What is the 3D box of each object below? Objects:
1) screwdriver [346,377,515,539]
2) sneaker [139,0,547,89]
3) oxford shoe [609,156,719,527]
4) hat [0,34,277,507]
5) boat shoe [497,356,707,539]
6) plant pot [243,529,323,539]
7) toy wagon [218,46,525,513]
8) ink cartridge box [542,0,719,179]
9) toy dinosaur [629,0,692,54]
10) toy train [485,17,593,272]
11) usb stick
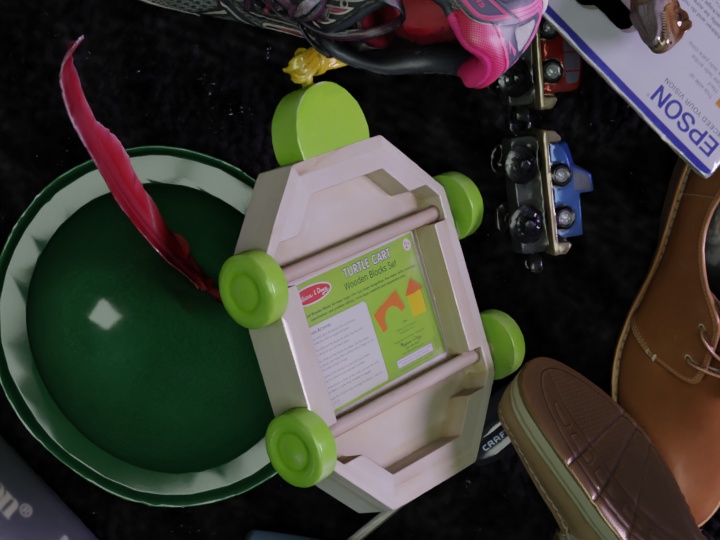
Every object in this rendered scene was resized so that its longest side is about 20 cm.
[{"bbox_3d":[0.019,0.109,0.881,0.199,0.028,0.029,-37,140,5],"label":"screwdriver"},{"bbox_3d":[-0.020,-0.125,0.763,0.198,0.081,0.075,7,54,22],"label":"sneaker"},{"bbox_3d":[0.159,0.033,0.850,0.070,0.071,0.202,6,104,-4],"label":"oxford shoe"},{"bbox_3d":[-0.099,0.029,0.791,0.166,0.176,0.200,-43,96,4],"label":"hat"},{"bbox_3d":[0.121,0.134,0.843,0.066,0.074,0.201,-36,91,36],"label":"boat shoe"},{"bbox_3d":[0.010,0.215,0.838,0.198,0.141,0.142,27,101,-1],"label":"plant pot"},{"bbox_3d":[0.000,0.000,0.813,0.039,0.155,0.202,-12,97,42],"label":"toy wagon"},{"bbox_3d":[0.146,-0.178,0.821,0.200,0.041,0.200,44,83,-7],"label":"ink cartridge box"},{"bbox_3d":[0.104,-0.193,0.774,0.105,0.060,0.203,-3,97,-34],"label":"toy dinosaur"},{"bbox_3d":[0.081,-0.101,0.852,0.045,0.034,0.203,-6,97,-13],"label":"toy train"},{"bbox_3d":[-0.193,0.087,0.862,0.200,0.056,0.033,49,133,-7],"label":"usb stick"}]
